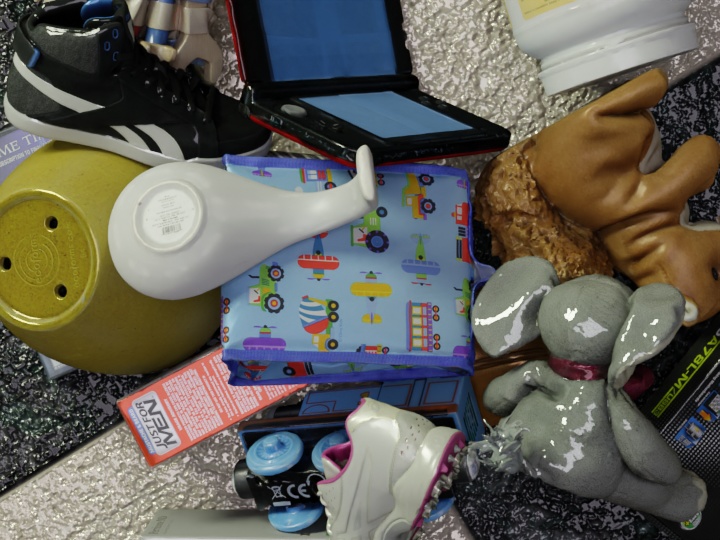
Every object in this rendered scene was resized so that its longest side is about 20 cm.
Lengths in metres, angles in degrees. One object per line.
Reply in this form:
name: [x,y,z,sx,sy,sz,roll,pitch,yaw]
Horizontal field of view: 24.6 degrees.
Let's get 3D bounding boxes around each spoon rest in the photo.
spoon rest: [-0.080,-0.037,1.135,0.198,0.061,0.100,-11,71,13]

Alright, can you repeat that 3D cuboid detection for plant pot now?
plant pot: [-0.207,-0.014,1.232,0.198,0.142,0.202,1,94,18]

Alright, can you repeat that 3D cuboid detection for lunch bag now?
lunch bag: [0.000,0.000,1.197,0.198,0.094,0.152,-1,74,-1]

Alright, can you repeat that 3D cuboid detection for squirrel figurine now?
squirrel figurine: [0.192,-0.030,1.259,0.199,0.142,0.188,-29,92,-4]

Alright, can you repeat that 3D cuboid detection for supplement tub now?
supplement tub: [0.171,-0.247,1.255,0.144,0.145,0.202,-17,93,2]

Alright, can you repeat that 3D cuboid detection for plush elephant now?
plush elephant: [0.160,0.071,1.153,0.164,0.199,0.156,24,94,35]

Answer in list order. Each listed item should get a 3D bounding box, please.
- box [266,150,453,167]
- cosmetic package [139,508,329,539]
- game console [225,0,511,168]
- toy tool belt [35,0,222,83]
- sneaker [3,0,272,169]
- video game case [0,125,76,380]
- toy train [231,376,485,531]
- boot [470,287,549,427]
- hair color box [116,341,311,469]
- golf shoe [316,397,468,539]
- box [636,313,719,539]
box: [-0.025,-0.052,1.307,0.198,0.068,0.083,4,94,1]
cosmetic package: [-0.070,0.239,1.303,0.198,0.108,0.086,1,94,0]
game console: [0.008,-0.164,1.226,0.172,0.199,0.120,28,114,34]
toy tool belt: [-0.158,-0.199,1.280,0.198,0.125,0.124,14,107,-19]
sneaker: [-0.153,-0.138,1.186,0.198,0.073,0.112,8,132,-11]
video game case: [-0.226,-0.031,1.337,0.142,0.019,0.201,-23,91,2]
toy train: [0.000,0.138,1.273,0.198,0.115,0.087,-7,122,19]
boot: [0.133,0.106,1.318,0.143,0.071,0.202,-25,89,9]
hair color box: [-0.083,0.077,1.293,0.199,0.111,0.064,-27,92,3]
golf shoe: [0.005,0.172,1.189,0.091,0.075,0.201,30,123,8]
box: [0.309,0.135,1.284,0.193,0.048,0.200,39,92,-25]
